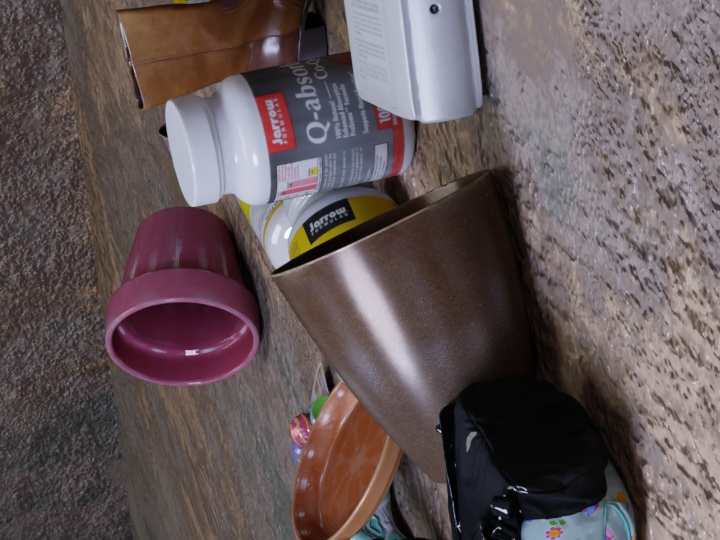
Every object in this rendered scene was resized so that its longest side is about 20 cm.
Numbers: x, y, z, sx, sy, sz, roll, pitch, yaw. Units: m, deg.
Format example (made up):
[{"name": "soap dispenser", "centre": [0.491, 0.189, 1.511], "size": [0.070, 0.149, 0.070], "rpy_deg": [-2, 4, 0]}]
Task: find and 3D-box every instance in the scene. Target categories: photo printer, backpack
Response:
[{"name": "photo printer", "centre": [0.033, -0.225, 1.448], "size": [0.166, 0.069, 0.202], "rpy_deg": [-145, 45, -69]}, {"name": "backpack", "centre": [0.128, 0.194, 1.335], "size": [0.167, 0.125, 0.201], "rpy_deg": [-106, 9, -61]}]

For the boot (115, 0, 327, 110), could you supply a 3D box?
[{"name": "boot", "centre": [-0.140, -0.264, 1.805], "size": [0.069, 0.198, 0.190], "rpy_deg": [-125, 26, -55]}]

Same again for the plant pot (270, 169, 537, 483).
[{"name": "plant pot", "centre": [0.056, 0.053, 1.433], "size": [0.201, 0.186, 0.187], "rpy_deg": [65, 166, -4]}]

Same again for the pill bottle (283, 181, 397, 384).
[{"name": "pill bottle", "centre": [0.000, 0.000, 1.675], "size": [0.113, 0.112, 0.201], "rpy_deg": [95, 157, -50]}]

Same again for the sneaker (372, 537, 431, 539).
[{"name": "sneaker", "centre": [0.067, 0.313, 1.767], "size": [0.199, 0.114, 0.076], "rpy_deg": [31, 115, 23]}]

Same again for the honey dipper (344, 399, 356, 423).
[{"name": "honey dipper", "centre": [-0.019, 0.065, 1.964], "size": [0.038, 0.038, 0.201], "rpy_deg": [115, 144, -67]}]

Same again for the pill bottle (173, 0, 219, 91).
[{"name": "pill bottle", "centre": [-0.131, -0.260, 1.953], "size": [0.111, 0.110, 0.201], "rpy_deg": [111, 143, -65]}]

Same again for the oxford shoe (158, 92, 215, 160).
[{"name": "oxford shoe", "centre": [-0.110, -0.143, 1.839], "size": [0.073, 0.199, 0.072], "rpy_deg": [48, -147, -38]}]

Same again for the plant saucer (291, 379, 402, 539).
[{"name": "plant saucer", "centre": [-0.006, 0.182, 1.841], "size": [0.201, 0.032, 0.201], "rpy_deg": [-52, 25, 36]}]

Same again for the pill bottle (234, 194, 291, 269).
[{"name": "pill bottle", "centre": [-0.056, -0.056, 1.858], "size": [0.200, 0.103, 0.105], "rpy_deg": [-121, 24, -50]}]

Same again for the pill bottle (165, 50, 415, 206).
[{"name": "pill bottle", "centre": [-0.062, -0.121, 1.632], "size": [0.116, 0.198, 0.117], "rpy_deg": [167, 90, -75]}]

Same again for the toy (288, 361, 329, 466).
[{"name": "toy", "centre": [-0.055, 0.198, 2.176], "size": [0.200, 0.047, 0.116], "rpy_deg": [109, 147, -63]}]

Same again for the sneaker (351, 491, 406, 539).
[{"name": "sneaker", "centre": [0.002, 0.290, 1.980], "size": [0.140, 0.077, 0.201], "rpy_deg": [99, 155, -53]}]

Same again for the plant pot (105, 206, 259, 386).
[{"name": "plant pot", "centre": [-0.232, 0.024, 2.455], "size": [0.201, 0.198, 0.180], "rpy_deg": [97, 171, -53]}]
